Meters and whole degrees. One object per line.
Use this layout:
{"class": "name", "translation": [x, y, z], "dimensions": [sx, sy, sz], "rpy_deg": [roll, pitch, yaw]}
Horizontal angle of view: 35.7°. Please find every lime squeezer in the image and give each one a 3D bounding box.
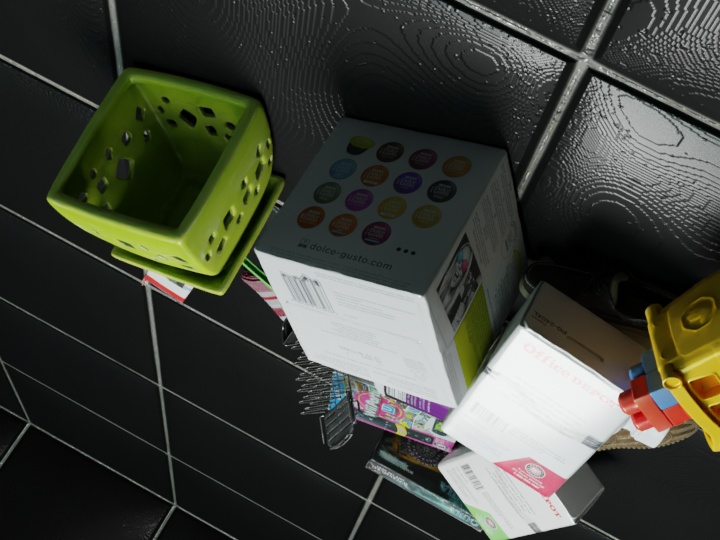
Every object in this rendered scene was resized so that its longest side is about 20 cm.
{"class": "lime squeezer", "translation": [-0.070, 0.045, 1.427], "dimensions": [0.199, 0.038, 0.071], "rpy_deg": [29, 174, -2]}

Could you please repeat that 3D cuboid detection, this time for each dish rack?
{"class": "dish rack", "translation": [-0.055, 0.144, 1.543], "dimensions": [0.054, 0.201, 0.153], "rpy_deg": [-5, 160, -18]}

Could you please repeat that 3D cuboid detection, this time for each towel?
{"class": "towel", "translation": [-0.075, 0.070, 1.656], "dimensions": [0.144, 0.023, 0.200], "rpy_deg": [4, 144, 44]}

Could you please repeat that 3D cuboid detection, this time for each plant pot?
{"class": "plant pot", "translation": [-0.212, -0.094, 1.322], "dimensions": [0.198, 0.201, 0.182], "rpy_deg": [18, 157, 23]}

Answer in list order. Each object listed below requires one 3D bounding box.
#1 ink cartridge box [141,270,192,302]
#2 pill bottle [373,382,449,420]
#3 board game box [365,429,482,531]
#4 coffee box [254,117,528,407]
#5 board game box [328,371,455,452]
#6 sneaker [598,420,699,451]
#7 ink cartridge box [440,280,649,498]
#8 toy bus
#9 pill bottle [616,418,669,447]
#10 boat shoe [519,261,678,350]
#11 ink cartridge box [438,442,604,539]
{"class": "ink cartridge box", "translation": [-0.229, -0.034, 1.525], "dimensions": [0.067, 0.117, 0.200], "rpy_deg": [34, 155, -8]}
{"class": "pill bottle", "translation": [0.095, 0.132, 1.480], "dimensions": [0.199, 0.113, 0.113], "rpy_deg": [21, 153, 19]}
{"class": "board game box", "translation": [0.121, 0.298, 1.722], "dimensions": [0.199, 0.135, 0.028], "rpy_deg": [29, 134, 5]}
{"class": "coffee box", "translation": [0.042, -0.011, 1.182], "dimensions": [0.199, 0.198, 0.200], "rpy_deg": [16, 148, 28]}
{"class": "board game box", "translation": [0.058, 0.187, 1.648], "dimensions": [0.199, 0.065, 0.148], "rpy_deg": [20, 152, 6]}
{"class": "sneaker", "translation": [0.309, 0.161, 1.374], "dimensions": [0.199, 0.109, 0.070], "rpy_deg": [-8, 142, 7]}
{"class": "ink cartridge box", "translation": [0.197, 0.129, 1.189], "dimensions": [0.145, 0.083, 0.200], "rpy_deg": [33, 134, 3]}
{"class": "toy bus", "translation": [0.349, 0.105, 1.054], "dimensions": [0.192, 0.136, 0.200], "rpy_deg": [-32, 122, 24]}
{"class": "pill bottle", "translation": [0.263, 0.119, 1.281], "dimensions": [0.199, 0.113, 0.112], "rpy_deg": [26, 154, 7]}
{"class": "boat shoe", "translation": [0.265, 0.026, 1.176], "dimensions": [0.199, 0.073, 0.065], "rpy_deg": [19, 141, 17]}
{"class": "ink cartridge box", "translation": [0.225, 0.293, 1.591], "dimensions": [0.146, 0.084, 0.200], "rpy_deg": [54, 145, -1]}
